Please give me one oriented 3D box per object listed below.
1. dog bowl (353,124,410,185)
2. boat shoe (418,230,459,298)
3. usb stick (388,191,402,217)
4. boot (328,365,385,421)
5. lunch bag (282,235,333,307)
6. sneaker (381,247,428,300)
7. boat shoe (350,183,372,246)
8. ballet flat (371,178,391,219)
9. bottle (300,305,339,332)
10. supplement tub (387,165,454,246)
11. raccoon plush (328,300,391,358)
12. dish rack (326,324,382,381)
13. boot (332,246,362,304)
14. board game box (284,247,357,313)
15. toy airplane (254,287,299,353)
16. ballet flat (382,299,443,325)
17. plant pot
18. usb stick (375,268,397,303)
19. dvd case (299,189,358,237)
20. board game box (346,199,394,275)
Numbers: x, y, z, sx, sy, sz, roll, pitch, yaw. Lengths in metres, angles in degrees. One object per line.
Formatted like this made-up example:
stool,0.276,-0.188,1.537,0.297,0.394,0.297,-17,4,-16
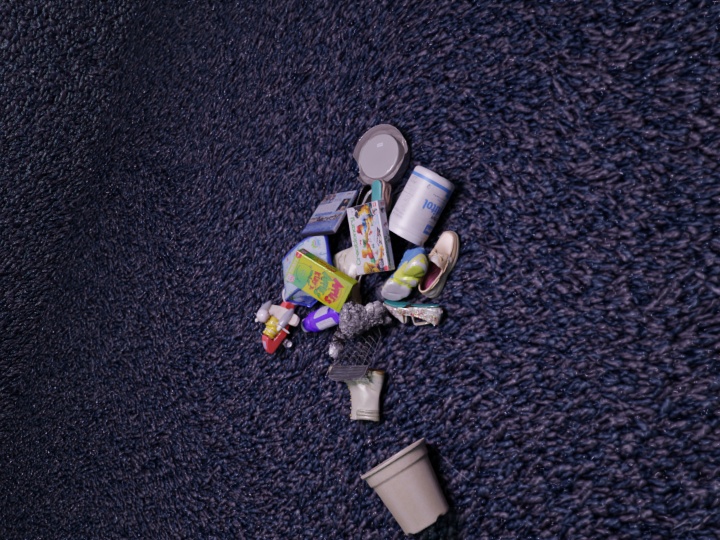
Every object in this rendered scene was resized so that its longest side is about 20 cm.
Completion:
dog bowl,0.070,-0.357,1.734,0.199,0.058,0.202,-8,76,34
boat shoe,0.220,-0.020,1.548,0.073,0.069,0.202,20,93,37
usb stick,0.069,-0.178,1.704,0.199,0.032,0.056,-30,62,28
boot,-0.020,0.367,1.644,0.198,0.072,0.156,1,84,36
lunch bag,-0.156,-0.005,1.761,0.200,0.127,0.171,-43,46,39
sneaker,0.134,0.006,1.579,0.200,0.075,0.106,-43,21,43
boat shoe,0.006,-0.168,1.678,0.073,0.063,0.203,8,74,43
ballet flat,0.064,-0.171,1.636,0.068,0.067,0.202,13,96,43
bottle,-0.115,0.152,1.744,0.199,0.084,0.066,-26,103,42
supplement tub,0.172,-0.187,1.580,0.132,0.131,0.201,34,101,35
raccoon plush,0.007,0.176,1.588,0.133,0.097,0.202,10,76,31
dish rack,-0.022,0.238,1.625,0.152,0.055,0.201,-9,39,33
boot,0.000,0.000,1.691,0.154,0.072,0.201,-33,56,26
board game box,-0.119,0.029,1.634,0.199,0.048,0.102,31,110,10
toy airplane,-0.277,0.151,1.826,0.200,0.140,0.200,-45,42,33
ballet flat,0.147,0.124,1.574,0.199,0.075,0.065,4,99,40
plant pot,0.131,0.573,1.433,0.200,0.200,0.184,-38,73,23
usb stick,0.121,0.017,1.635,0.200,0.032,0.056,-47,58,19
dvd case,-0.101,-0.186,1.779,0.142,0.018,0.201,-4,45,36
board game box,0.029,-0.093,1.588,0.126,0.034,0.202,-10,90,44
